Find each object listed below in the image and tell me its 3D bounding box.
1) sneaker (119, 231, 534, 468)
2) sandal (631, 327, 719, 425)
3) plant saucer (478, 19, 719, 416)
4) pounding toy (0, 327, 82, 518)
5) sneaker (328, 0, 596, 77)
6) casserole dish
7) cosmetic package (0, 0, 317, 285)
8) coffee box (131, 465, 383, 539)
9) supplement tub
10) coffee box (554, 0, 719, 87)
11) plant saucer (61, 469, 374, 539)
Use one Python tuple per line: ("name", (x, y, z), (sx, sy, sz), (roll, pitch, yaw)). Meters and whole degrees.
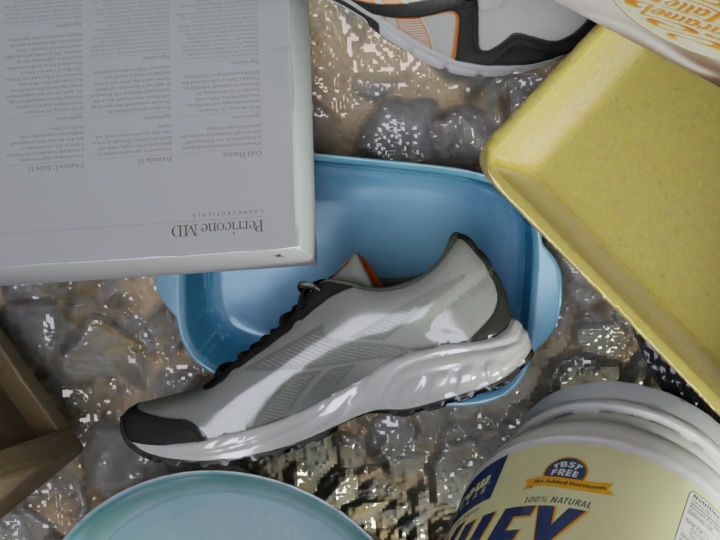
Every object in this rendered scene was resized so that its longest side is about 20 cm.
("sneaker", (-0.022, 0.040, 1.049), (0.199, 0.074, 0.080), (-19, 94, 8))
("sandal", (0.148, -0.007, 1.061), (0.075, 0.048, 0.201), (-37, 86, 18))
("plant saucer", (0.178, -0.045, 1.005), (0.200, 0.048, 0.200), (45, 77, -5))
("pounding toy", (-0.242, 0.085, 1.085), (0.142, 0.200, 0.185), (-38, 83, 17))
("sneaker", (0.023, -0.143, 0.993), (0.199, 0.080, 0.074), (15, 73, -15))
("casserole dish", (0.000, 0.000, 1.084), (0.198, 0.039, 0.122), (5, 107, 6))
("cosmetic package", (-0.122, -0.073, 1.046), (0.198, 0.052, 0.152), (-3, 79, 10))
("coffee box", (-0.029, 0.188, 1.121), (0.199, 0.080, 0.114), (27, 107, 0))
("supplement tub", (0.100, 0.161, 0.997), (0.144, 0.200, 0.146), (12, 130, 14))
("coffee box", (0.190, -0.121, 0.933), (0.199, 0.114, 0.080), (26, 76, -11))
("plant saucer", (-0.062, 0.186, 1.070), (0.199, 0.027, 0.202), (3, 107, 8))
